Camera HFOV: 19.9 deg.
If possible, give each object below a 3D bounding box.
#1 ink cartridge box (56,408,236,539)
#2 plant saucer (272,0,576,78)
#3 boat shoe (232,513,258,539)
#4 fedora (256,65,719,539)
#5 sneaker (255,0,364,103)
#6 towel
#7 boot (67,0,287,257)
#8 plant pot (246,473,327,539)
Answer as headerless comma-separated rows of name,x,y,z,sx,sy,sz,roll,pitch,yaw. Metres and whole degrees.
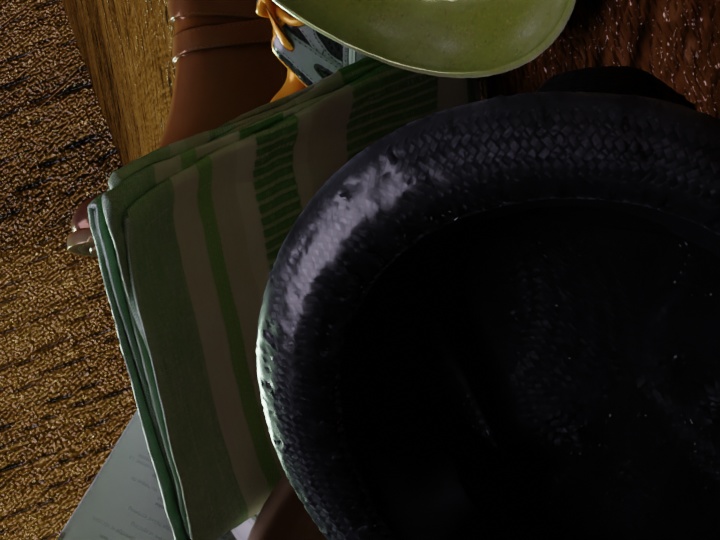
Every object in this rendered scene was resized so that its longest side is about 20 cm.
ink cartridge box,-0.046,0.147,1.035,0.200,0.198,0.043,-61,-2,-47
plant saucer,-0.004,-0.150,0.681,0.200,0.031,0.200,31,153,18
boat shoe,-0.054,0.077,0.966,0.200,0.071,0.069,38,165,51
fedora,0.068,0.018,0.562,0.092,0.200,0.201,-72,-24,-50
sneaker,-0.008,-0.122,0.867,0.200,0.077,0.078,83,167,-45
towel,-0.013,0.000,0.810,0.023,0.200,0.153,8,119,44
boot,-0.076,-0.090,1.042,0.077,0.200,0.156,-2,100,52
plant pot,0.058,0.143,0.783,0.093,0.201,0.201,12,-127,-63
